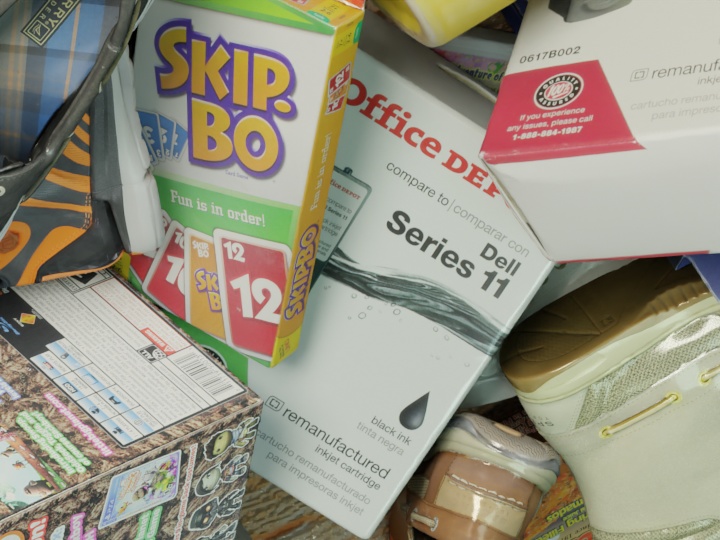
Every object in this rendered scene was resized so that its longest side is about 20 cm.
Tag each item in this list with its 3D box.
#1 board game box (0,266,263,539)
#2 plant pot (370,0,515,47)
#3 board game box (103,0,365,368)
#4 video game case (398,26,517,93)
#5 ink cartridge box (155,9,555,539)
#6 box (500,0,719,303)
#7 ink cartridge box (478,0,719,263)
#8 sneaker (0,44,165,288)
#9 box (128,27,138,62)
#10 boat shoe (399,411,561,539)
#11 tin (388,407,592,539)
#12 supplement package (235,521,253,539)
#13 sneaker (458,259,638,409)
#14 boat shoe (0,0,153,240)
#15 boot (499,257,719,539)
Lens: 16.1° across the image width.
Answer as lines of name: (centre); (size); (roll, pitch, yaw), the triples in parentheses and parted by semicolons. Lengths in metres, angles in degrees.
board game box: (-0.172, 0.080, 1.098); (0.200, 0.159, 0.097); (-23, 139, -38)
plant pot: (0.055, -0.200, 1.038); (0.189, 0.201, 0.201); (-42, 134, -2)
board game box: (-0.056, -0.059, 1.088); (0.030, 0.096, 0.200); (-37, 148, -48)
video game case: (0.074, -0.033, 1.302); (0.200, 0.024, 0.182); (6, 118, -34)
ink cartridge box: (0.000, 0.000, 1.194); (0.147, 0.083, 0.200); (32, 105, -3)
box: (0.164, -0.087, 1.211); (0.121, 0.200, 0.032); (-31, 167, -9)
ink cartridge box: (0.151, -0.108, 1.100); (0.086, 0.148, 0.200); (49, 47, -41)
sneaker: (-0.151, -0.070, 1.034); (0.112, 0.078, 0.200); (-19, 125, -11)
box: (-0.125, -0.149, 1.076); (0.159, 0.046, 0.200); (-14, 128, -23)
boat shoe: (0.049, 0.124, 1.264); (0.200, 0.076, 0.072); (90, 21, -75)
tin: (0.110, 0.120, 1.411); (0.200, 0.042, 0.112); (-27, 129, -2)
supplement package: (-0.111, 0.181, 1.219); (0.156, 0.200, 0.111); (27, 105, -42)
sneaker: (0.091, 0.004, 1.275); (0.200, 0.073, 0.085); (-21, 117, -7)
boat shoe: (-0.141, -0.055, 0.971); (0.070, 0.066, 0.200); (39, 110, -12)
boot: (0.184, 0.056, 1.249); (0.200, 0.072, 0.155); (-26, 120, 1)
